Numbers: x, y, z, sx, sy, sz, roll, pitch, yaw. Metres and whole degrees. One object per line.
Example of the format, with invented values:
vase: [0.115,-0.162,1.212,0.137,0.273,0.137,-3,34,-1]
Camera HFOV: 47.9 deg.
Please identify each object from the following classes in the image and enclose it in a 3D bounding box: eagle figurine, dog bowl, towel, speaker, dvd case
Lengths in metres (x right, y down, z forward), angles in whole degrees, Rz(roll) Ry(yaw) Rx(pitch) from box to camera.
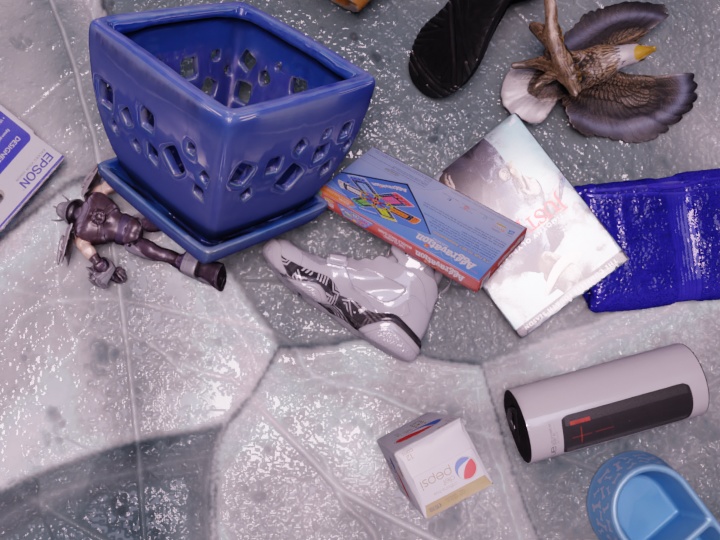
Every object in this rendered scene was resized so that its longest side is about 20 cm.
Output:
eagle figurine: [0.270,-0.226,0.899,0.151,0.199,0.153,35,120,37]
dog bowl: [0.326,0.285,0.849,0.111,0.050,0.201,-36,84,-8]
towel: [0.338,-0.036,0.899,0.197,0.050,0.150,-7,81,-4]
speaker: [0.254,0.139,0.853,0.198,0.081,0.082,-14,82,-6]
dvd case: [0.172,-0.049,0.883,0.145,0.022,0.201,-37,83,9]

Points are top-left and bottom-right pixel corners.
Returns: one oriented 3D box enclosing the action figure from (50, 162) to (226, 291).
action figure: [-0.236,-0.038,0.862,0.198,0.069,0.132,16,88,3]

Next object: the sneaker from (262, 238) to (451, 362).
sneaker: [0.000,0.000,0.865,0.199,0.075,0.116,34,79,-2]

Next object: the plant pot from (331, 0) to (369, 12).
plant pot: [-0.004,-0.395,0.876,0.199,0.200,0.184,34,96,2]

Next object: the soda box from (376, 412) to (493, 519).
soda box: [0.064,0.180,0.774,0.068,0.200,0.064,-26,83,-7]

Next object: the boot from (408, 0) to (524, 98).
boot: [0.153,-0.294,0.906,0.076,0.201,0.168,44,47,11]

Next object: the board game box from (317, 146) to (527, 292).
board game box: [0.063,-0.058,0.848,0.199,0.020,0.103,31,49,21]

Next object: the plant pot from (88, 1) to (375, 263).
plant pot: [-0.131,-0.131,0.782,0.199,0.181,0.199,36,39,25]

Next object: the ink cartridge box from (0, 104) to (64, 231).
ink cartridge box: [-0.451,-0.103,0.870,0.199,0.047,0.198,38,80,1]
